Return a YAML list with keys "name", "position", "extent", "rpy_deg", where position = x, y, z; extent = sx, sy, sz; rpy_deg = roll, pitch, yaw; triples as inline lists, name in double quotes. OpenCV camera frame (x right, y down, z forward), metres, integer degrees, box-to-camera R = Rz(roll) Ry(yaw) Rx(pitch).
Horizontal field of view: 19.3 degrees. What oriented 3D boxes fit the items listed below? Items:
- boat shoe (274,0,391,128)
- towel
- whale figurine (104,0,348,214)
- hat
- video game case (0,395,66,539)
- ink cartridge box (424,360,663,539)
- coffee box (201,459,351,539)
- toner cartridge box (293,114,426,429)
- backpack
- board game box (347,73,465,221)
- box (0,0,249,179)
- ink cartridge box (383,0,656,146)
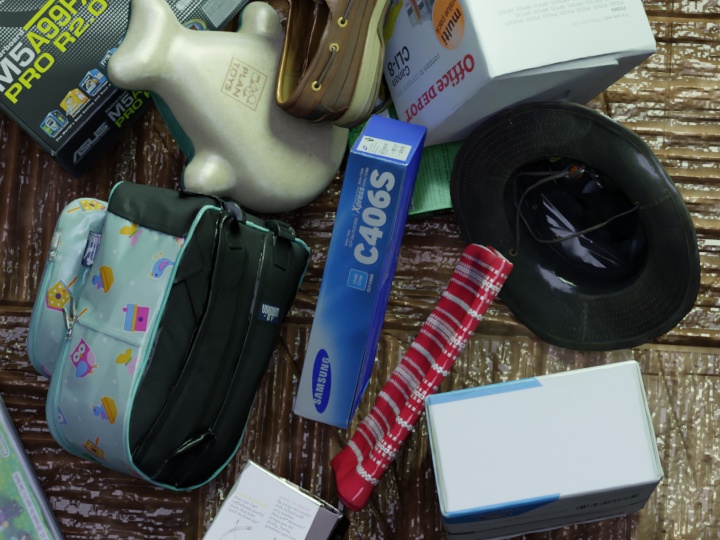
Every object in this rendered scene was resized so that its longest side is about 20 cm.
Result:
- name: "boat shoe"
  position: [-0.019, -0.201, 1.473]
  extent: [0.067, 0.072, 0.201]
  rpy_deg: [2, 99, -34]
- name: "towel"
  position: [0.040, 0.071, 1.475]
  extent: [0.022, 0.145, 0.201]
  rpy_deg: [32, 93, -5]
- name: "whale figurine"
  position: [-0.104, -0.121, 1.525]
  extent: [0.200, 0.104, 0.160]
  rpy_deg: [29, 69, -31]
- name: "hat"
  position: [0.165, -0.044, 1.529]
  extent: [0.200, 0.081, 0.202]
  rpy_deg: [14, 123, 22]
- name: "video game case"
  position: [-0.311, 0.208, 1.546]
  extent: [0.181, 0.022, 0.201]
  rpy_deg: [-26, 80, -2]
- name: "ink cartridge box"
  position: [0.122, 0.128, 1.447]
  extent: [0.144, 0.200, 0.084]
  rpy_deg: [-11, 77, 1]
- name: "coffee box"
  position: [-0.090, 0.241, 1.482]
  extent: [0.080, 0.113, 0.201]
  rpy_deg: [29, 83, 8]
- name: "toner cartridge box"
  position: [0.000, 0.000, 1.486]
  extent: [0.043, 0.095, 0.201]
  rpy_deg: [15, 111, 6]
- name: "backpack"
  position: [-0.143, 0.049, 1.489]
  extent: [0.153, 0.176, 0.201]
  rpy_deg: [9, 84, 26]
- name: "board game box"
  position: [0.035, -0.137, 1.589]
  extent: [0.104, 0.023, 0.201]
  rpy_deg: [-8, 79, -1]
- name: "box"
  position: [-0.198, -0.189, 1.574]
  extent: [0.200, 0.044, 0.160]
  rpy_deg: [-46, 61, -4]
- name: "ink cartridge box"
  position: [0.092, -0.209, 1.514]
  extent: [0.144, 0.145, 0.201]
  rpy_deg: [-13, 78, -27]
